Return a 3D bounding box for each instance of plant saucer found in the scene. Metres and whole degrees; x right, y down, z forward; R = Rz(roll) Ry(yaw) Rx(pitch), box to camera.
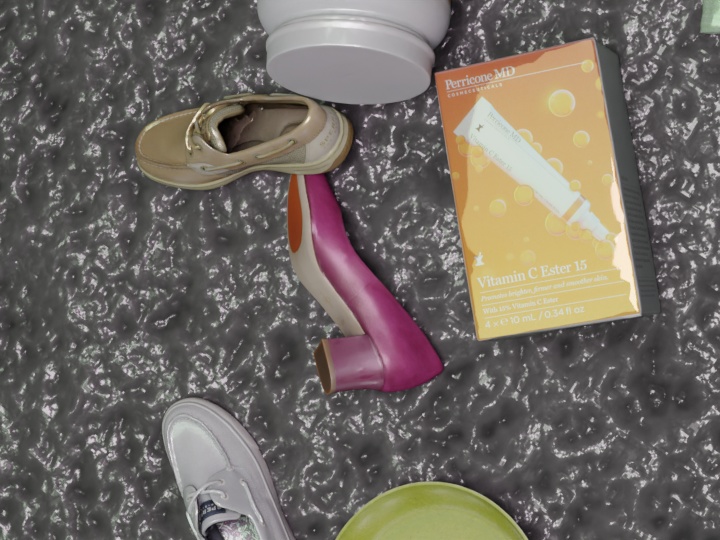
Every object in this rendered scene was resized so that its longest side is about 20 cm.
[{"bbox_3d":[0.058,0.263,1.288,0.199,0.031,0.201,-5,79,28],"label":"plant saucer"}]

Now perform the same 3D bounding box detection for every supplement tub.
[{"bbox_3d":[-0.001,-0.238,1.252,0.144,0.145,0.201,0,76,18],"label":"supplement tub"}]

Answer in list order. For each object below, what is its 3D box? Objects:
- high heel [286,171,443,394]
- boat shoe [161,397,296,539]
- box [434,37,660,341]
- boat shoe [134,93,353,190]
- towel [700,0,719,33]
[{"bbox_3d":[0.000,0.000,1.329,0.096,0.067,0.201,-6,77,-19],"label":"high heel"},{"bbox_3d":[-0.106,0.194,1.341,0.072,0.068,0.201,-26,82,16],"label":"boat shoe"},{"bbox_3d":[0.139,-0.056,1.247,0.124,0.097,0.201,-11,86,18],"label":"box"},{"bbox_3d":[-0.104,-0.108,1.326,0.199,0.065,0.073,0,70,32],"label":"boat shoe"},{"bbox_3d":[0.329,-0.272,1.226,0.152,0.023,0.201,4,92,19],"label":"towel"}]
